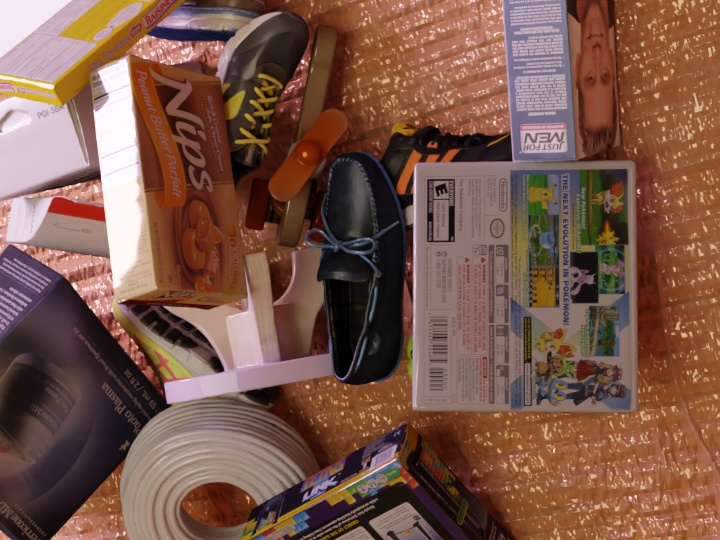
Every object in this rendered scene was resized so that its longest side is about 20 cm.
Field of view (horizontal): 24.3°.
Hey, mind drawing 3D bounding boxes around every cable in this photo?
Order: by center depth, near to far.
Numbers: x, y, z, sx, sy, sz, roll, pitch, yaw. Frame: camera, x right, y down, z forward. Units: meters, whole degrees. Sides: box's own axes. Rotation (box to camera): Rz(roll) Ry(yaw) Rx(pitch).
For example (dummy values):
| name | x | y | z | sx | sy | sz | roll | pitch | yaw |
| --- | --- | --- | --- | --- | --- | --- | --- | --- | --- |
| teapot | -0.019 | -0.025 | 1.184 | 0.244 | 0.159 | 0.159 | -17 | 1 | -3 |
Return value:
| name | x | y | z | sx | sy | sz | roll | pitch | yaw |
| --- | --- | --- | --- | --- | --- | --- | --- | --- | --- |
| cable | -0.134 | 0.222 | 1.600 | 0.198 | 0.069 | 0.201 | 26 | 114 | -10 |

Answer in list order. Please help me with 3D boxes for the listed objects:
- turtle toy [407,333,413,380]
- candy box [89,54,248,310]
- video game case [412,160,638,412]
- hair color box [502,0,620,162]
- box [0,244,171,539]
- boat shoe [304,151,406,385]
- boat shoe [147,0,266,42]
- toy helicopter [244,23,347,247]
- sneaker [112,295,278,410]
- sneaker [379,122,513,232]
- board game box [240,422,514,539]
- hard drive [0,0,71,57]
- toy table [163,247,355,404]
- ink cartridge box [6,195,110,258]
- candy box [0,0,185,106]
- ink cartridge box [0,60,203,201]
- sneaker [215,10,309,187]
| name | x | y | z | sx | sy | sz | roll | pitch | yaw |
| --- | --- | --- | --- | --- | --- | --- | --- | --- | --- |
| turtle toy | 0.124 | 0.038 | 1.419 | 0.200 | 0.101 | 0.147 | -39 | 79 | 32 |
| candy box | -0.162 | -0.072 | 1.419 | 0.055 | 0.115 | 0.202 | -17 | 76 | 34 |
| video game case | 0.132 | 0.013 | 1.346 | 0.180 | 0.022 | 0.203 | 0 | 83 | 7 |
| hair color box | 0.161 | -0.193 | 1.345 | 0.060 | 0.100 | 0.203 | 1 | 102 | 31 |
| box | -0.320 | 0.124 | 1.583 | 0.123 | 0.199 | 0.201 | 24 | 156 | 49 |
| boat shoe | 0.000 | 0.000 | 1.439 | 0.084 | 0.068 | 0.203 | -6 | 95 | 41 |
| boat shoe | -0.162 | -0.255 | 1.565 | 0.198 | 0.072 | 0.073 | 11 | 87 | 35 |
| toy helicopter | -0.049 | -0.121 | 1.492 | 0.078 | 0.132 | 0.203 | 11 | 89 | -4 |
| sneaker | -0.177 | 0.097 | 1.642 | 0.200 | 0.078 | 0.091 | 41 | 121 | 19 |
| sneaker | 0.063 | -0.095 | 1.447 | 0.199 | 0.070 | 0.091 | -26 | 89 | 36 |
| board game box | 0.016 | 0.249 | 1.517 | 0.199 | 0.057 | 0.166 | -31 | 112 | 29 |
| hard drive | -0.335 | -0.255 | 1.697 | 0.198 | 0.026 | 0.134 | 10 | 106 | 31 |
| toy table | -0.088 | 0.048 | 1.527 | 0.184 | 0.198 | 0.119 | 162 | 97 | -71 |
| ink cartridge box | -0.223 | -0.033 | 1.547 | 0.199 | 0.159 | 0.048 | 7 | 87 | 63 |
| candy box | -0.230 | -0.216 | 1.473 | 0.102 | 0.200 | 0.027 | 12 | 137 | 41 |
| ink cartridge box | -0.251 | -0.130 | 1.565 | 0.146 | 0.199 | 0.084 | -15 | 92 | 34 |
| sneaker | -0.099 | -0.137 | 1.500 | 0.201 | 0.074 | 0.085 | -55 | 46 | 20 |
